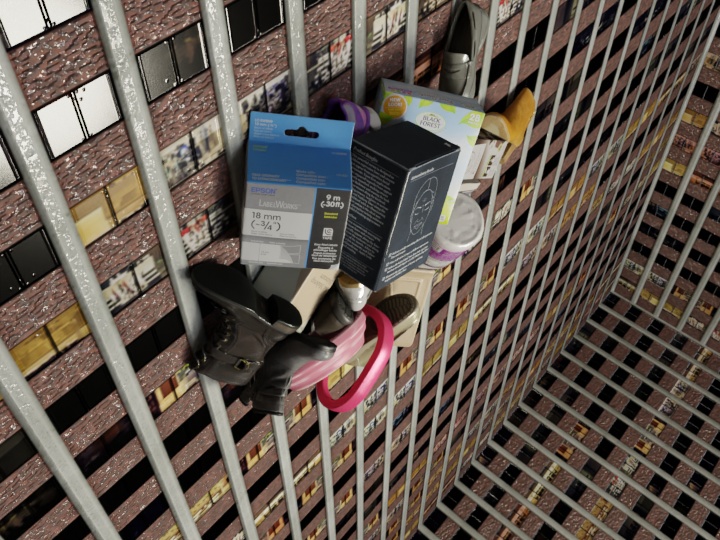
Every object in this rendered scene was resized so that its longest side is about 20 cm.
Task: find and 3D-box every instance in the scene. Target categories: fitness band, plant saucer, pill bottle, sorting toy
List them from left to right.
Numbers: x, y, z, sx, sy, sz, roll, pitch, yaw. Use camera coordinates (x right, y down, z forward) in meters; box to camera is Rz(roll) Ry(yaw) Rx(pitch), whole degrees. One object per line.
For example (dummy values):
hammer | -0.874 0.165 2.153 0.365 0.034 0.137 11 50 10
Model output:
plant saucer | -0.068 0.143 1.280 0.199 0.051 0.201 -33 -174 4
fitness band | -0.016 0.159 1.349 0.037 0.143 0.202 27 96 -42
sorting toy | 0.033 0.064 1.419 0.181 0.037 0.203 5 126 -16
pill bottle | 0.155 -0.069 1.437 0.112 0.112 0.200 -47 180 -19

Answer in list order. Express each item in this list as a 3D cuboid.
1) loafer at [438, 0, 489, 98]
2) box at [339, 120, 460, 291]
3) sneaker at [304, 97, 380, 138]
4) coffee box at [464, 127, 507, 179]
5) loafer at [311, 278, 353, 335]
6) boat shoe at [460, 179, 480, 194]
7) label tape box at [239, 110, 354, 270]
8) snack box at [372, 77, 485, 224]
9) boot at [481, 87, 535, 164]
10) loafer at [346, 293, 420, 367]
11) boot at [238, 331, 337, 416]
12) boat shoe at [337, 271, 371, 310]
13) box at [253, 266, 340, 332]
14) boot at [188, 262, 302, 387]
loafer | 0.160 -0.343 1.232 0.069 0.069 0.204 10 92 -53
box | 0.046 -0.097 1.097 0.148 0.106 0.203 -27 141 -49
sneaker | -0.055 -0.164 1.070 0.202 0.080 0.088 -59 145 0
coffee box | 0.170 -0.225 1.347 0.199 0.112 0.081 -13 131 -56
loafer | -0.056 0.060 1.268 0.071 0.074 0.200 -32 -174 4
boat shoe | 0.151 -0.153 1.447 0.198 0.075 0.093 -3 140 -47
label tape box | -0.087 -0.101 0.998 0.141 0.064 0.203 3 128 -11
snack box | 0.087 -0.187 1.190 0.165 0.068 0.203 8 120 -12
boot | 0.314 -0.326 1.555 0.146 0.070 0.201 -60 158 -8
loafer | 0.042 0.115 1.394 0.199 0.077 0.068 -37 132 27
boot | -0.112 0.163 1.148 0.069 0.199 0.134 19 78 -32
boat shoe | 0.000 0.000 1.277 0.201 0.069 0.071 -67 155 -58
box | -0.087 -0.008 1.173 0.202 0.077 0.095 -58 156 1
boot | -0.198 0.093 1.080 0.198 0.070 0.174 32 120 -29
